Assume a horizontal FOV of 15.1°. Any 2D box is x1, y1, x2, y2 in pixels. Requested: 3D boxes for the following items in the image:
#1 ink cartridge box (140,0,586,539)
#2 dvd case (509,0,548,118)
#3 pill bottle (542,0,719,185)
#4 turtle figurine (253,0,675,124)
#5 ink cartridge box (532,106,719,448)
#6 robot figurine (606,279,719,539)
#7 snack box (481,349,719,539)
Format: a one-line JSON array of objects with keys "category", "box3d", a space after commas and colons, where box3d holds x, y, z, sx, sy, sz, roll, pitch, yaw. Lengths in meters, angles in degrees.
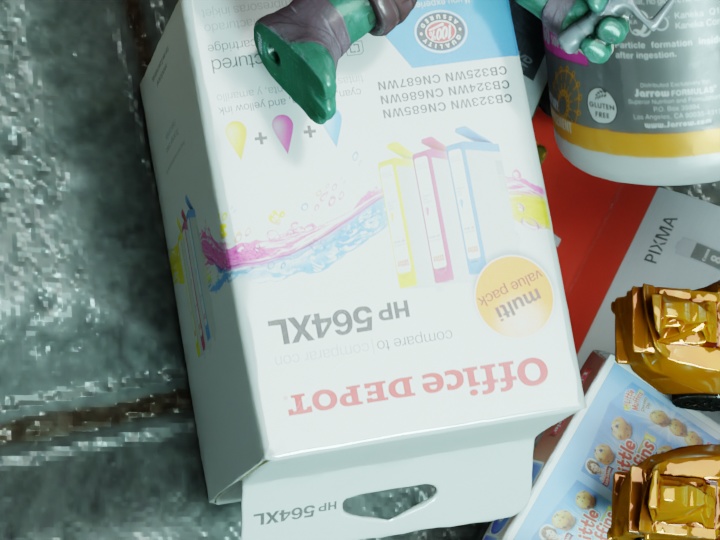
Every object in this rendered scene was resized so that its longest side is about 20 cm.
[{"category": "ink cartridge box", "box3d": [0.000, 0.000, 1.038, 0.128, 0.125, 0.202, -9, 80, -14]}, {"category": "dvd case", "box3d": [0.041, -0.172, 1.173, 0.150, 0.025, 0.201, 30, 65, -12]}, {"category": "pill bottle", "box3d": [0.126, -0.145, 1.103, 0.116, 0.116, 0.201, -20, 114, -30]}, {"category": "turtle figurine", "box3d": [0.048, -0.142, 0.970, 0.199, 0.101, 0.151, -30, 112, -21]}, {"category": "ink cartridge box", "box3d": [0.116, 0.033, 1.147, 0.200, 0.047, 0.161, 37, 62, -15]}, {"category": "robot figurine", "box3d": [0.196, 0.066, 1.066, 0.198, 0.058, 0.146, 5, 76, -14]}, {"category": "snack box", "box3d": [0.074, 0.135, 1.077, 0.072, 0.024, 0.201, 33, 82, -14]}]
